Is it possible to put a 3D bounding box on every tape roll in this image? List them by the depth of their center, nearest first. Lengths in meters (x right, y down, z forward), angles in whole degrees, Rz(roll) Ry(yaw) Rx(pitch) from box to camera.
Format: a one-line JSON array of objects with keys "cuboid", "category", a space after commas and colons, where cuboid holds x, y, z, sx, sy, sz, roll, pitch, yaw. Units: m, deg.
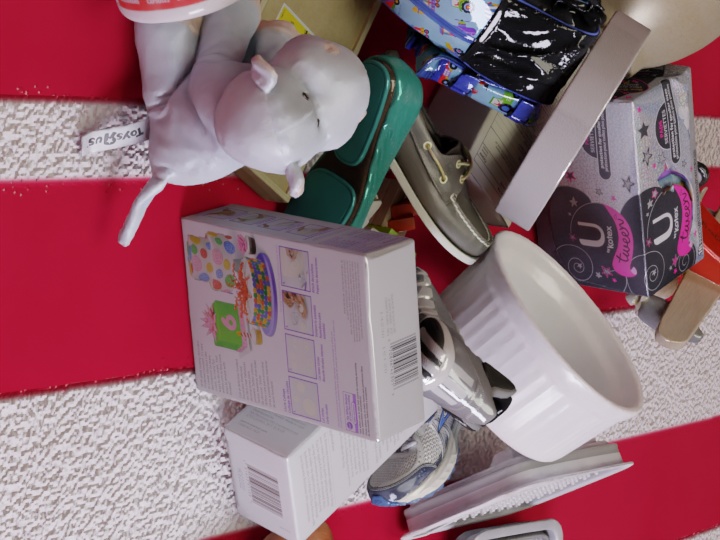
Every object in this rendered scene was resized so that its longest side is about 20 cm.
[{"cuboid": [0.180, -0.128, 1.553, 0.203, 0.037, 0.203, -59, 176, -6], "category": "tape roll"}]

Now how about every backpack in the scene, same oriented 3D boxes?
[{"cuboid": [0.088, -0.235, 1.515, 0.135, 0.199, 0.183, -59, -164, 32], "category": "backpack"}]

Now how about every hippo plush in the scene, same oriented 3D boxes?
[{"cuboid": [-0.087, -0.131, 1.306, 0.200, 0.161, 0.160, -29, 104, -30], "category": "hippo plush"}]

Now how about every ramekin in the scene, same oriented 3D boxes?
[{"cuboid": [0.150, 0.072, 1.616, 0.098, 0.201, 0.200, -39, 145, 19], "category": "ramekin"}]

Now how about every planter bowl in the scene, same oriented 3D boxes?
[{"cuboid": [0.249, -0.266, 1.709, 0.135, 0.200, 0.200, -47, 134, -9], "category": "planter bowl"}]

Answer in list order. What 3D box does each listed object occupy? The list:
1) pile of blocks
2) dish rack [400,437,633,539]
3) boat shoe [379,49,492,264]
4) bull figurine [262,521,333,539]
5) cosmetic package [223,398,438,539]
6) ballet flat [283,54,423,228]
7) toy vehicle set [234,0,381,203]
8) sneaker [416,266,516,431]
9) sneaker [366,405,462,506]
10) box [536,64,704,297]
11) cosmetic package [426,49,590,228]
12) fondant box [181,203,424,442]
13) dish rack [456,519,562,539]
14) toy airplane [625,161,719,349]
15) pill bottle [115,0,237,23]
[{"cuboid": [0.000, 0.000, 1.547, 0.200, 0.062, 0.082, -46, 131, -34], "category": "pile of blocks"}, {"cuboid": [0.142, 0.198, 1.708, 0.200, 0.171, 0.044, -2, 68, -51], "category": "dish rack"}, {"cuboid": [0.058, -0.094, 1.543, 0.202, 0.060, 0.072, 54, 16, -19], "category": "boat shoe"}, {"cuboid": [-0.085, 0.284, 1.506, 0.200, 0.065, 0.122, -40, 131, -36], "category": "bull figurine"}, {"cuboid": [-0.021, 0.122, 1.527, 0.200, 0.071, 0.102, -40, 139, -37], "category": "cosmetic package"}, {"cuboid": [-0.001, -0.078, 1.481, 0.070, 0.067, 0.201, 5, 116, -49], "category": "ballet flat"}, {"cuboid": [-0.060, -0.170, 1.462, 0.124, 0.026, 0.201, 43, 65, -46], "category": "toy vehicle set"}, {"cuboid": [0.066, 0.074, 1.468, 0.115, 0.200, 0.075, 41, 101, -19], "category": "sneaker"}, {"cuboid": [0.053, 0.128, 1.646, 0.200, 0.077, 0.085, -54, 126, -39], "category": "sneaker"}, {"cuboid": [0.248, -0.092, 1.776, 0.115, 0.132, 0.201, -31, 121, -43], "category": "box"}, {"cuboid": [0.128, -0.151, 1.663, 0.201, 0.073, 0.104, -61, 138, -22], "category": "cosmetic package"}, {"cuboid": [-0.046, 0.036, 1.387, 0.058, 0.199, 0.145, -21, 114, -44], "category": "fondant box"}, {"cuboid": [0.125, 0.340, 1.788, 0.171, 0.043, 0.201, 1, 100, -50], "category": "dish rack"}, {"cuboid": [0.356, -0.003, 1.927, 0.199, 0.141, 0.200, 6, 62, -38], "category": "toy airplane"}, {"cuboid": [-0.142, -0.284, 1.266, 0.114, 0.114, 0.201, -41, 128, -38], "category": "pill bottle"}]
